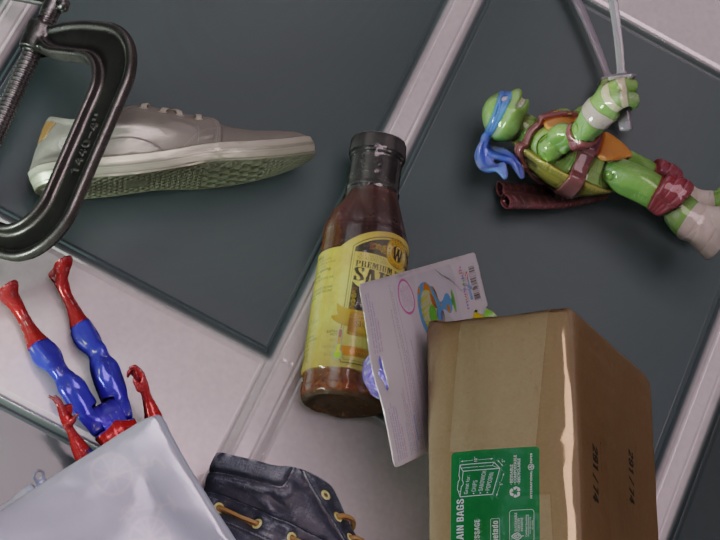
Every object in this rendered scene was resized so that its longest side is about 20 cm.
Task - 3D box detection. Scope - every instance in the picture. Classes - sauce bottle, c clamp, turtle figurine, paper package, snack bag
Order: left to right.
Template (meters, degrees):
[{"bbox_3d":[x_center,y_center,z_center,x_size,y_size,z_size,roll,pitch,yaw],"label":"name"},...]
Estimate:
[{"bbox_3d":[-0.223,-0.100,1.252,0.170,0.027,0.201,6,71,35],"label":"c clamp"},{"bbox_3d":[-0.161,0.211,1.165,0.200,0.021,0.189,-33,80,-5],"label":"snack bag"},{"bbox_3d":[0.000,0.000,1.291,0.066,0.066,0.201,11,70,-12],"label":"sauce bottle"},{"bbox_3d":[0.120,0.143,1.200,0.103,0.191,0.201,-9,68,23],"label":"paper package"},{"bbox_3d":[0.200,-0.111,1.347,0.194,0.144,0.200,34,69,-6],"label":"turtle figurine"}]

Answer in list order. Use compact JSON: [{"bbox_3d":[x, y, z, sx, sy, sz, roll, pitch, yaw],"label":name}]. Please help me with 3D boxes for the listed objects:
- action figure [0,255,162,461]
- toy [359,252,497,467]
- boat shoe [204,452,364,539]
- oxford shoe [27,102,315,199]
[{"bbox_3d":[-0.170,0.089,1.223,0.065,0.052,0.200,-25,81,-26],"label":"action figure"},{"bbox_3d":[0.038,0.057,1.238,0.200,0.047,0.116,-14,93,-61],"label":"toy"},{"bbox_3d":[-0.017,0.186,1.214,0.200,0.071,0.091,19,71,-6],"label":"boat shoe"},{"bbox_3d":[-0.129,-0.087,1.283,0.199,0.075,0.058,-4,74,-12],"label":"oxford shoe"}]
